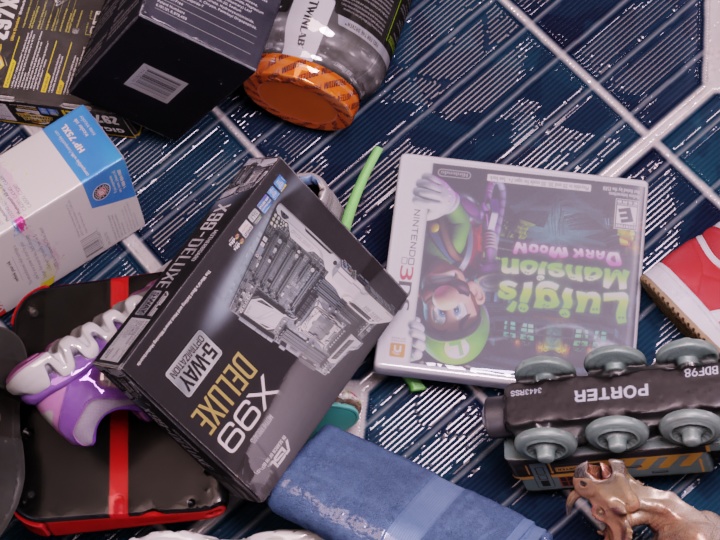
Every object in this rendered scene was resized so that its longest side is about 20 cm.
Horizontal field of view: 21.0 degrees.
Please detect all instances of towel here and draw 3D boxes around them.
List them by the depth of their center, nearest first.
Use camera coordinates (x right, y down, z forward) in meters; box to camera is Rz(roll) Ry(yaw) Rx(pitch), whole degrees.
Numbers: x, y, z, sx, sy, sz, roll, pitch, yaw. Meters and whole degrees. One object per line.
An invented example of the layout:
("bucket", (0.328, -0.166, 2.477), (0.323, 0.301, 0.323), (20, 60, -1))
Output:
("towel", (0.036, 0.189, 1.436), (0.200, 0.112, 0.049), (25, 118, 17))

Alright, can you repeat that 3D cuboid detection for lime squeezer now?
("lime squeezer", (0.000, 0.000, 1.530), (0.070, 0.038, 0.201), (-10, 78, 1))

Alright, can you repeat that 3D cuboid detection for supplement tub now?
("supplement tub", (-0.020, -0.225, 1.606), (0.122, 0.123, 0.201), (13, 71, 17))

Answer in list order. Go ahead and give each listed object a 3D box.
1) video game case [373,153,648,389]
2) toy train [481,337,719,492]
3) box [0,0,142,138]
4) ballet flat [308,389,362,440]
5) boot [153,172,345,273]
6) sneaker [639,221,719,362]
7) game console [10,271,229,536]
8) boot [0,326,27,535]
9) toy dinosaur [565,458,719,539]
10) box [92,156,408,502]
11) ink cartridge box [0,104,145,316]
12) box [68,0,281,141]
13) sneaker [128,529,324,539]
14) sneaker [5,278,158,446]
("video game case", (0.119, 0.004, 1.516), (0.199, 0.023, 0.182), (7, 69, 2))
("toy train", (0.192, 0.110, 1.420), (0.199, 0.114, 0.085), (-8, 57, 14))
("box", (-0.246, -0.222, 1.694), (0.159, 0.049, 0.201), (7, 70, 17))
("ballet flat", (-0.100, 0.114, 1.512), (0.199, 0.076, 0.064), (-18, 54, 1))
("boot", (-0.107, -0.015, 1.552), (0.200, 0.096, 0.074), (-30, 65, -2))
("sneaker", (0.314, 0.039, 1.454), (0.112, 0.071, 0.200), (-40, 64, -2))
("game console", (-0.186, 0.099, 1.493), (0.176, 0.031, 0.201), (-6, 69, 10))
("boot", (-0.318, 0.143, 1.510), (0.069, 0.174, 0.201), (21, 64, -25))
("toy dinosaur", (0.232, 0.224, 1.394), (0.135, 0.086, 0.201), (-16, 81, 16))
("box", (-0.077, 0.043, 1.422), (0.050, 0.158, 0.200), (3, 51, 56))
("ink cartridge box", (-0.281, -0.033, 1.571), (0.200, 0.116, 0.067), (-33, 66, -13))
("box", (-0.133, -0.228, 1.561), (0.104, 0.200, 0.183), (23, 70, -18))
("sneaker", (-0.109, 0.247, 1.457), (0.199, 0.078, 0.100), (-4, 70, 11))
("sneaker", (-0.160, 0.062, 1.448), (0.200, 0.080, 0.089), (-33, 94, -17))
